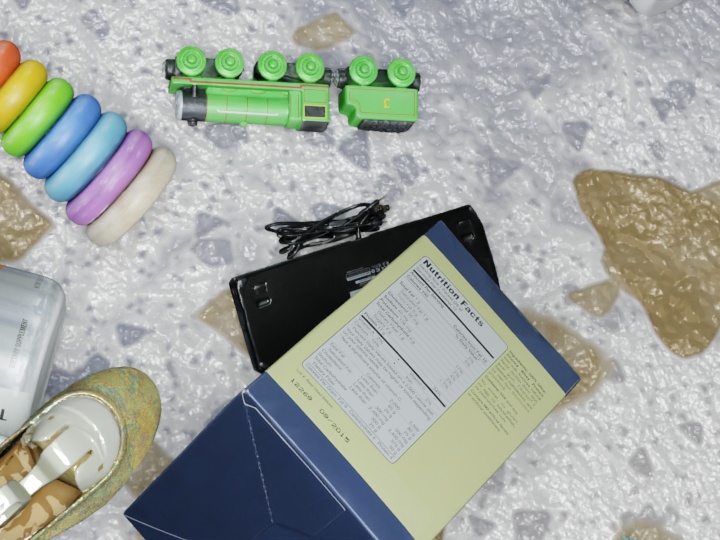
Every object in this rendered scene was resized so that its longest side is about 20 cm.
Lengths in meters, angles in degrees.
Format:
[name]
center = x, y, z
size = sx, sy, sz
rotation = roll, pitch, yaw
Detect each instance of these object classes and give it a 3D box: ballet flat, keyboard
[ballet flat]
center = -0.188, 0.121, 0.891
size = 0.200, 0.071, 0.071
rotation = -39, 82, -23
[keyboard]
center = 0.000, 0.000, 1.156
size = 0.198, 0.040, 0.105
rotation = -17, 98, -18

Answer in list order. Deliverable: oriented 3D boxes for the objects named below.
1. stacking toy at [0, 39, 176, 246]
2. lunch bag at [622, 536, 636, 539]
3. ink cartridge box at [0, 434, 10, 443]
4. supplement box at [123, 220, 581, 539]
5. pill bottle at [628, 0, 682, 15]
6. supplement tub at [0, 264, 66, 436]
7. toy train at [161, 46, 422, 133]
[stacking toy]
center = -0.223, -0.110, 1.082
size = 0.200, 0.085, 0.086
rotation = 43, 66, -16
[lunch bag]
center = 0.228, 0.277, 1.043
size = 0.169, 0.123, 0.200
rotation = 25, 40, 5
[ink cartridge box]
center = -0.288, 0.140, 0.974
size = 0.198, 0.146, 0.085
rotation = 15, 68, -7
[supplement box]
center = -0.007, 0.110, 0.987
size = 0.134, 0.200, 0.200
rotation = 48, 50, 3
[pill bottle]
center = 0.212, -0.314, 1.264
size = 0.112, 0.113, 0.201
rotation = -31, 80, -20
[supplement tub]
center = -0.299, 0.041, 1.021
size = 0.198, 0.123, 0.124
rotation = 15, 68, -7
[toy train]
center = -0.050, -0.132, 1.184
size = 0.198, 0.042, 0.057
rotation = 1, 81, -12
